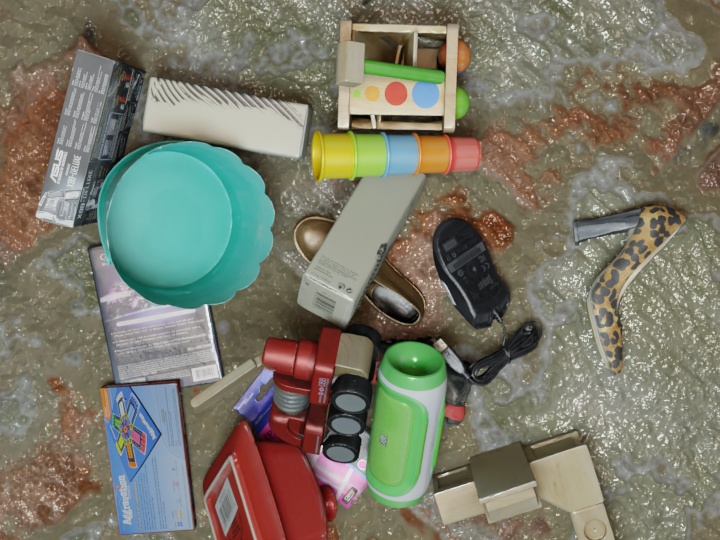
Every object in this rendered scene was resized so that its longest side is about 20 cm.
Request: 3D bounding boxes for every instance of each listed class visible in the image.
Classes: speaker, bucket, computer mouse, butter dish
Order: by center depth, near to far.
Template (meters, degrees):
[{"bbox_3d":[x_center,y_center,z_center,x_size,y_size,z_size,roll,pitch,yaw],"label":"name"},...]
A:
[{"bbox_3d":[-0.217,-0.058,1.297,0.205,0.135,0.210,-3,97,-24],"label":"bucket"},{"bbox_3d":[0.054,0.188,1.308,0.087,0.089,0.202,7,121,1],"label":"speaker"},{"bbox_3d":[-0.097,0.302,1.345,0.146,0.200,0.201,-6,59,-29],"label":"butter dish"},{"bbox_3d":[0.127,0.045,1.352,0.140,0.046,0.201,-38,97,-26],"label":"computer mouse"}]

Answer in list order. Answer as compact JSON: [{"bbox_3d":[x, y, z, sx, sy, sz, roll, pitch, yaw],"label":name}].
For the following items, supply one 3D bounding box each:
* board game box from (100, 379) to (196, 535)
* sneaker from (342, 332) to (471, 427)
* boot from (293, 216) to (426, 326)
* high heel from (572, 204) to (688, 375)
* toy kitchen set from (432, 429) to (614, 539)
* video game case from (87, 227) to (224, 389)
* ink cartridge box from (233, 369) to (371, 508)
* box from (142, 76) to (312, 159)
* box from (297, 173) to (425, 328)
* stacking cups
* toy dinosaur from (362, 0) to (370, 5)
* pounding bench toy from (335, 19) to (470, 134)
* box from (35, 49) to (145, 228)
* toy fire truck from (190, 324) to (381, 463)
[{"bbox_3d":[-0.275,0.244,1.409,0.102,0.019,0.203,-4,101,1],"label":"board game box"},{"bbox_3d":[0.056,0.115,1.368,0.199,0.071,0.099,26,96,-3],"label":"sneaker"},{"bbox_3d":[0.000,0.000,1.357,0.199,0.075,0.074,36,98,-1],"label":"boot"},{"bbox_3d":[0.350,0.022,1.345,0.141,0.071,0.203,-10,87,9],"label":"high heel"},{"bbox_3d":[0.209,0.324,1.338,0.198,0.163,0.182,-18,95,4],"label":"toy kitchen set"},{"bbox_3d":[-0.263,0.056,1.399,0.141,0.019,0.202,-10,95,3],"label":"video game case"},{"bbox_3d":[-0.062,0.208,1.401,0.199,0.037,0.095,39,96,0],"label":"ink cartridge box"},{"bbox_3d":[-0.162,-0.187,1.340,0.197,0.082,0.069,10,95,0],"label":"box"},{"bbox_3d":[0.002,-0.038,1.294,0.068,0.082,0.201,28,63,5],"label":"box"},{"bbox_3d":[0.044,-0.132,1.264,0.197,0.060,0.061,-1,96,-13],"label":"stacking cups"},{"bbox_3d":[0.095,-0.382,1.331,0.197,0.047,0.089,-5,102,6],"label":"toy dinosaur"},{"bbox_3d":[0.052,-0.226,1.268,0.154,0.200,0.126,2,96,2],"label":"pounding bench toy"},{"bbox_3d":[-0.323,-0.157,1.310,0.049,0.158,0.202,16,97,0],"label":"box"},{"bbox_3d":[-0.088,0.145,1.264,0.198,0.130,0.177,11,141,0],"label":"toy fire truck"}]
